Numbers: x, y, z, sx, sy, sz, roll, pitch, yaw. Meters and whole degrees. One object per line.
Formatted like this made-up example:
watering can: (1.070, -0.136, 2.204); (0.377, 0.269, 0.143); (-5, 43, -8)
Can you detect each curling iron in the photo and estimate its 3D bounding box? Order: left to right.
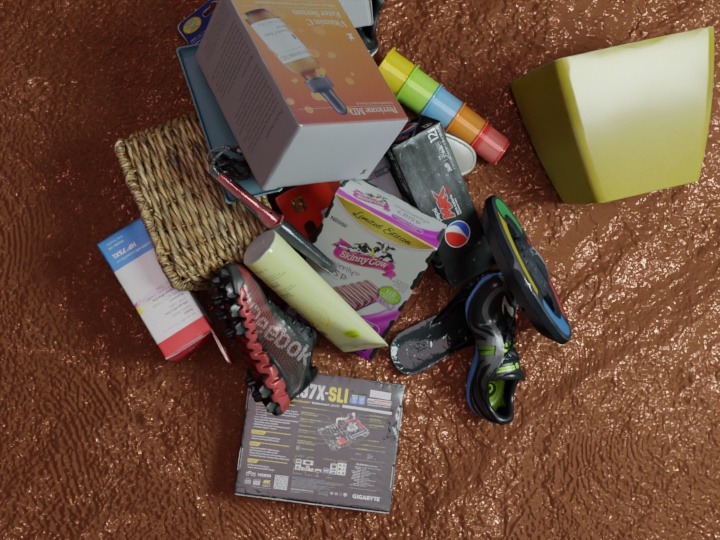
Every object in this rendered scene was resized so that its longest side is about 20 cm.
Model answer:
curling iron: (-0.095, -0.066, 0.993); (0.050, 0.026, 0.200); (-46, 109, -8)

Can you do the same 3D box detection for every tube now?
tube: (-0.053, 0.035, 1.026); (0.052, 0.058, 0.200); (-43, 121, 3)

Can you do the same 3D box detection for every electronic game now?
electronic game: (0.206, -0.002, 1.075); (0.041, 0.200, 0.201); (-29, 86, 17)

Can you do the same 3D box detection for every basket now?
basket: (-0.196, -0.079, 1.078); (0.148, 0.143, 0.201); (-24, 81, -11)

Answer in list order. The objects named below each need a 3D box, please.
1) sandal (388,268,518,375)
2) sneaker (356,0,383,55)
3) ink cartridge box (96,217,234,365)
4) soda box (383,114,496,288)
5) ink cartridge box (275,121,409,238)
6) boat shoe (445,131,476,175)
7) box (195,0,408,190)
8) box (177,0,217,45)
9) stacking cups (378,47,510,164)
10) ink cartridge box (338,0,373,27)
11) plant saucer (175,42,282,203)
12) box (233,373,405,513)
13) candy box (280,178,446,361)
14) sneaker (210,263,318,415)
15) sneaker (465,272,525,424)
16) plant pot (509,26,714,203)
sandal: (0.129, 0.069, 1.131); (0.200, 0.048, 0.076); (-35, 87, -7)
sneaker: (-0.024, -0.275, 1.134); (0.075, 0.087, 0.202); (16, 82, -40)
ink cartridge box: (-0.234, 0.044, 1.076); (0.067, 0.116, 0.201); (-31, 85, -8)
soda box: (0.094, -0.083, 1.071); (0.070, 0.063, 0.201); (-29, 114, -7)
ink cartridge box: (0.018, -0.069, 1.109); (0.199, 0.057, 0.164); (-32, 115, -11)
boat shoe: (0.051, -0.161, 1.152); (0.198, 0.057, 0.068); (3, 112, -8)
box: (-0.068, -0.205, 0.978); (0.151, 0.106, 0.201); (-11, 63, -38)
box: (-0.143, -0.281, 1.135); (0.121, 0.032, 0.201); (-36, 68, 3)
stacking cups: (0.108, -0.214, 1.157); (0.199, 0.061, 0.061); (35, 82, 1)
ink cartridge box: (-0.062, -0.389, 1.101); (0.143, 0.084, 0.201); (-7, 50, 5)
plant saucer: (-0.154, -0.174, 1.024); (0.069, 0.019, 0.202); (-16, 78, -18)
box: (-0.051, 0.211, 1.103); (0.198, 0.049, 0.161); (7, 80, -3)
candy box: (0.000, 0.000, 1.066); (0.135, 0.061, 0.201); (28, 126, 1)
sneaker: (-0.106, 0.070, 1.034); (0.097, 0.071, 0.202); (-31, 118, -21)
sneaker: (0.174, 0.098, 1.083); (0.070, 0.083, 0.202); (-9, 110, -24)
plant pot: (0.325, -0.184, 1.111); (0.198, 0.200, 0.178); (-13, 95, -5)
